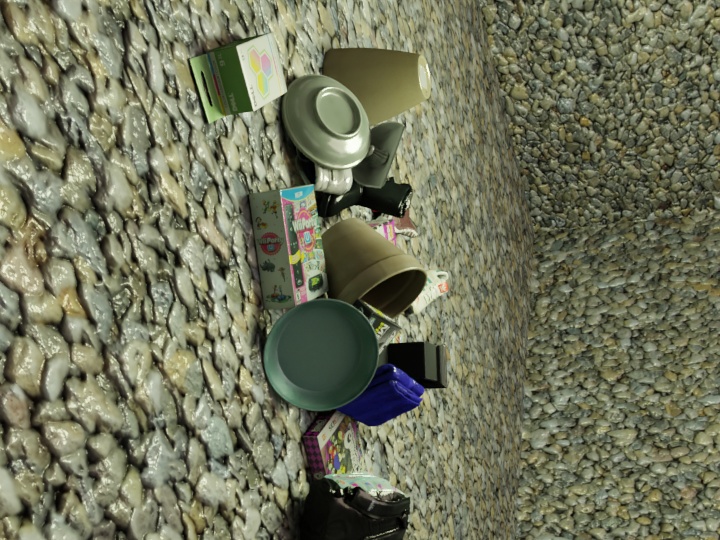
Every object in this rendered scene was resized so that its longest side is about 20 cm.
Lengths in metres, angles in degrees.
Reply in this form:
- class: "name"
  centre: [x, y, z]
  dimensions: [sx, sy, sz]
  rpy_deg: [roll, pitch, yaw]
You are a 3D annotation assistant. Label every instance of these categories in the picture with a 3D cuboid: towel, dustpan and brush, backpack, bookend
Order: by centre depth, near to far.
- class: "backpack"
  centre: [-0.006, 0.437, 1.442]
  dimensions: [0.199, 0.126, 0.168]
  rpy_deg: [5, 106, -38]
- class: "towel"
  centre: [0.038, 0.250, 1.543]
  dimensions: [0.050, 0.147, 0.200]
  rpy_deg: [64, 10, 29]
- class: "bookend"
  centre: [0.056, 0.193, 1.630]
  dimensions: [0.199, 0.199, 0.093]
  rpy_deg: [28, 59, -66]
- class: "dustpan and brush"
  centre: [0.005, -0.236, 1.631]
  dimensions: [0.057, 0.200, 0.140]
  rpy_deg: [22, 84, -22]

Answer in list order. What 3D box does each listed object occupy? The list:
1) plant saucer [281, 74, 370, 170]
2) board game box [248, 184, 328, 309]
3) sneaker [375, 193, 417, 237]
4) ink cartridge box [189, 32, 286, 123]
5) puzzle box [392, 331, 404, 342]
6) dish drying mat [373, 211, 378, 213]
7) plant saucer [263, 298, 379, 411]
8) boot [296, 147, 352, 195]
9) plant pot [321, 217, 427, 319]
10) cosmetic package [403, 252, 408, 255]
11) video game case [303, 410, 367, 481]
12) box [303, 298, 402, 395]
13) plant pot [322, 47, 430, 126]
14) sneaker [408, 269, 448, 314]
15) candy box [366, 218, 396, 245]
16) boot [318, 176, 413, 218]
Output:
- class: "plant saucer"
  centre: [-0.053, -0.292, 1.518]
  dimensions: [0.199, 0.050, 0.201]
  rpy_deg: [14, 65, -31]
- class: "board game box"
  centre: [-0.124, -0.045, 1.405]
  dimensions: [0.147, 0.064, 0.201]
  rpy_deg: [-26, 109, -68]
- class: "sneaker"
  centre: [0.112, -0.148, 1.968]
  dimensions: [0.116, 0.075, 0.200]
  rpy_deg: [-67, 161, 8]
- class: "ink cartridge box"
  centre: [-0.191, -0.314, 1.289]
  dimensions: [0.200, 0.059, 0.104]
  rpy_deg: [-53, 134, -60]
- class: "puzzle box"
  centre: [0.064, 0.212, 1.887]
  dimensions: [0.133, 0.025, 0.201]
  rpy_deg: [54, 37, -53]
- class: "dish drying mat"
  centre: [0.068, -0.178, 1.994]
  dimensions: [0.200, 0.018, 0.077]
  rpy_deg: [-4, 88, -69]
- class: "plant saucer"
  centre: [-0.068, 0.142, 1.372]
  dimensions: [0.036, 0.199, 0.201]
  rpy_deg: [-131, -150, -74]
- class: "boot"
  centre: [-0.083, -0.243, 1.544]
  dimensions: [0.095, 0.073, 0.201]
  rpy_deg: [0, 65, -45]
- class: "plant pot"
  centre: [0.000, 0.000, 1.538]
  dimensions: [0.174, 0.200, 0.200]
  rpy_deg: [53, 9, 24]
- class: "cosmetic package"
  centre: [0.052, 0.060, 1.716]
  dimensions: [0.201, 0.051, 0.151]
  rpy_deg: [-66, 163, -3]
- class: "video game case"
  centre: [-0.044, 0.364, 1.557]
  dimensions: [0.181, 0.036, 0.201]
  rpy_deg: [-45, 127, -62]
- class: "box"
  centre: [-0.024, 0.155, 1.477]
  dimensions: [0.200, 0.044, 0.160]
  rpy_deg: [-50, 153, 2]
- class: "plant pot"
  centre: [0.045, -0.403, 1.733]
  dimensions: [0.187, 0.199, 0.188]
  rpy_deg: [-4, 90, -69]
- class: "sneaker"
  centre: [0.183, 0.051, 2.137]
  dimensions: [0.200, 0.093, 0.071]
  rpy_deg: [-56, 137, -59]
- class: "candy box"
  centre: [0.025, -0.035, 1.791]
  dimensions: [0.200, 0.061, 0.137]
  rpy_deg: [-30, 116, -67]
- class: "boot"
  centre: [0.014, -0.145, 1.637]
  dimensions: [0.198, 0.162, 0.074]
  rpy_deg: [-61, 169, -58]
